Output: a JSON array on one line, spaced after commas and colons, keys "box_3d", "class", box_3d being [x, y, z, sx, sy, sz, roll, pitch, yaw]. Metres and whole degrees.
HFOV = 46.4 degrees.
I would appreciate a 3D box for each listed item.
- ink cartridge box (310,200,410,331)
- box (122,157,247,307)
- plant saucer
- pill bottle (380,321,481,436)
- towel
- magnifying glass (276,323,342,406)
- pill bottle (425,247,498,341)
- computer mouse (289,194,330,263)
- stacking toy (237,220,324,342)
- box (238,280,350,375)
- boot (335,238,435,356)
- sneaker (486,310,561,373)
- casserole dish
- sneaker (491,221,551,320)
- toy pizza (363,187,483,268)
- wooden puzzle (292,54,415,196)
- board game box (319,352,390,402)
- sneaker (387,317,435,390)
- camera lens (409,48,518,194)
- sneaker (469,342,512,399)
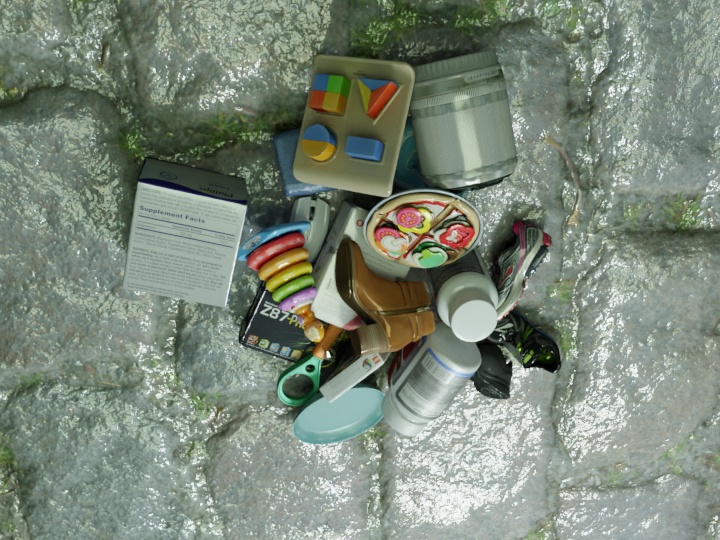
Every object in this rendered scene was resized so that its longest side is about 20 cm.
[{"box_3d": [0.000, 0.000, 1.474, 0.144, 0.083, 0.203, 23, 97, -19], "class": "ink cartridge box"}, {"box_3d": [-0.295, -0.063, 1.417, 0.180, 0.106, 0.204, 11, 117, -12], "class": "box"}, {"box_3d": [-0.041, 0.277, 1.643, 0.195, 0.028, 0.202, -14, 142, -10], "class": "plant saucer"}, {"box_3d": [0.123, 0.201, 1.528, 0.112, 0.115, 0.202, 22, 123, -18], "class": "pill bottle"}, {"box_3d": [-0.042, -0.192, 1.393, 0.195, 0.049, 0.115, -11, 92, -4], "class": "towel"}, {"box_3d": [-0.090, 0.175, 1.567, 0.078, 0.023, 0.202, 23, 113, -21], "class": "magnifying glass"}, {"box_3d": [0.180, 0.035, 1.476, 0.108, 0.201, 0.113, -2, 119, -5], "class": "pill bottle"}, {"box_3d": [-0.086, -0.089, 1.465, 0.107, 0.044, 0.204, 7, 117, -12], "class": "computer mouse"}, {"box_3d": [-0.113, 0.027, 1.403, 0.115, 0.109, 0.203, -30, 81, 36], "class": "stacking toy"}, {"box_3d": [-0.107, 0.093, 1.558, 0.196, 0.049, 0.163, 21, 111, -19], "class": "box"}, {"box_3d": [0.043, 0.034, 1.420, 0.152, 0.073, 0.205, -14, 97, -25], "class": "boot"}, {"box_3d": [0.313, 0.138, 1.617, 0.197, 0.083, 0.071, 29, 112, -20], "class": "sneaker"}, {"box_3d": [0.122, -0.180, 1.446, 0.197, 0.039, 0.123, 24, 113, -18], "class": "casserole dish"}, {"box_3d": [0.271, 0.006, 1.547, 0.074, 0.081, 0.203, 28, 99, -4], "class": "sneaker"}, {"box_3d": [0.102, -0.059, 1.362, 0.195, 0.032, 0.202, 1, 144, 1], "class": "toy pizza"}, {"box_3d": [-0.019, -0.229, 1.304, 0.182, 0.046, 0.205, 12, 94, 27], "class": "wooden puzzle"}, {"box_3d": [0.002, 0.168, 1.532, 0.125, 0.200, 0.035, -38, 89, 12], "class": "board game box"}, {"box_3d": [0.131, 0.158, 1.621, 0.113, 0.079, 0.202, 6, 130, -20], "class": "sneaker"}, {"box_3d": [0.160, -0.232, 1.329, 0.156, 0.160, 0.205, -12, 102, -1], "class": "camera lens"}, {"box_3d": [0.228, 0.173, 1.624, 0.075, 0.092, 0.199, -2, 148, 44], "class": "sneaker"}]
